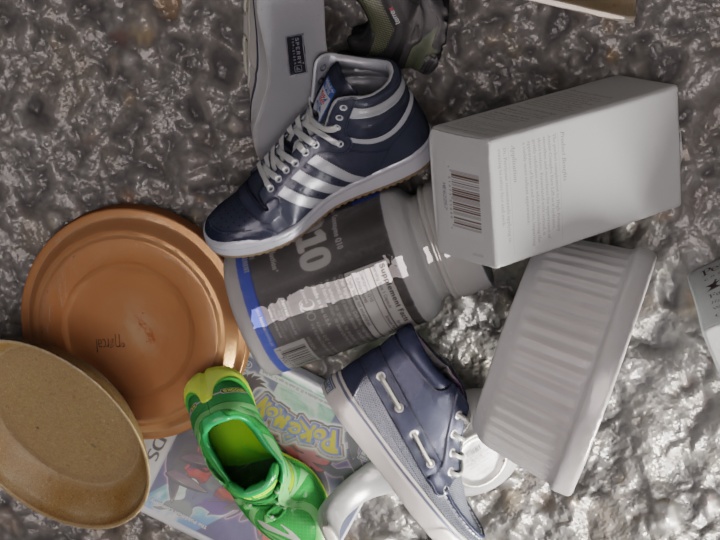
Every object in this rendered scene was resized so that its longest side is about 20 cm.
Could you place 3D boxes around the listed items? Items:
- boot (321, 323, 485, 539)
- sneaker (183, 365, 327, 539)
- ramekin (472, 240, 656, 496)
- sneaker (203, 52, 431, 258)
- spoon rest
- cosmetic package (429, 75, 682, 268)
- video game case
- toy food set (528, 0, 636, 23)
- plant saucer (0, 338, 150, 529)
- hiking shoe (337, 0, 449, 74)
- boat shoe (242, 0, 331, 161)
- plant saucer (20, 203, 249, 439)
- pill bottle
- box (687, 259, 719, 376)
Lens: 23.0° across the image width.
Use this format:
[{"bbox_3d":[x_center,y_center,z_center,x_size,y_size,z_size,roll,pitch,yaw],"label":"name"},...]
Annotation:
[{"bbox_3d":[0.062,0.141,1.409,0.090,0.073,0.200,-35,112,8],"label":"boot"},{"bbox_3d":[-0.087,0.172,1.463,0.074,0.084,0.201,-28,120,10],"label":"sneaker"},{"bbox_3d":[0.158,0.066,1.393,0.093,0.202,0.204,21,109,8],"label":"ramekin"},{"bbox_3d":[-0.044,-0.094,1.364,0.199,0.070,0.109,-27,136,-3],"label":"sneaker"},{"bbox_3d":[0.050,0.169,1.492,0.199,0.061,0.100,-28,117,-10],"label":"spoon rest"},{"bbox_3d":[0.152,-0.079,1.350,0.199,0.074,0.103,-17,112,-35],"label":"cosmetic package"},{"bbox_3d":[-0.089,0.163,1.525,0.199,0.023,0.183,26,108,-5],"label":"video game case"},{"bbox_3d":[0.162,-0.300,1.335,0.142,0.060,0.202,12,108,-1],"label":"toy food set"},{"bbox_3d":[-0.255,0.130,1.486,0.198,0.036,0.202,16,130,19],"label":"plant saucer"},{"bbox_3d":[0.021,-0.249,1.353,0.100,0.076,0.202,2,109,-1],"label":"hiking shoe"},{"bbox_3d":[-0.061,-0.167,1.389,0.071,0.066,0.201,-13,131,-7],"label":"boat shoe"},{"bbox_3d":[-0.190,0.046,1.474,0.198,0.032,0.202,3,105,11],"label":"plant saucer"},{"bbox_3d":[0.000,0.000,1.417,0.198,0.114,0.115,-20,106,10],"label":"pill bottle"},{"bbox_3d":[0.390,0.070,1.407,0.197,0.131,0.201,-24,105,11],"label":"box"}]
